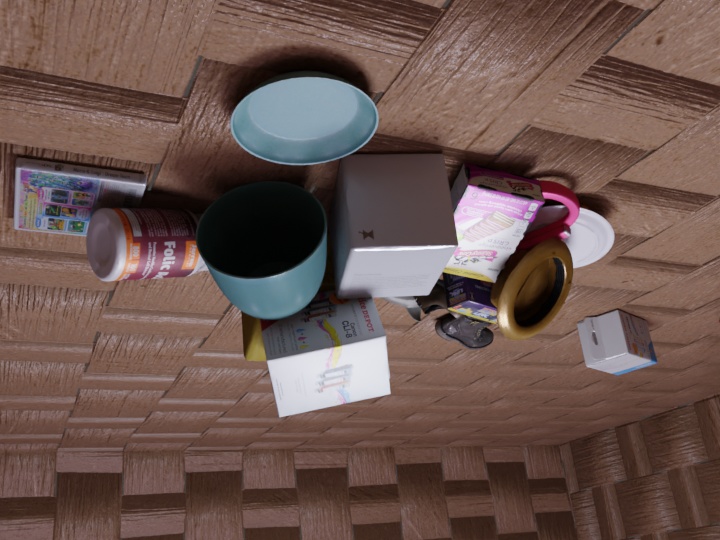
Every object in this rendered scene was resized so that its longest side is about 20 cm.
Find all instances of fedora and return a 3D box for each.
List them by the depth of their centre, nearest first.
[{"bbox_3d":[0.299,0.026,1.324,0.201,0.201,0.082,17,-172,-42],"label":"fedora"}]

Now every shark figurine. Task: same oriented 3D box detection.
[{"bbox_3d":[0.144,0.065,1.610,0.214,0.090,0.128,-8,158,9],"label":"shark figurine"}]

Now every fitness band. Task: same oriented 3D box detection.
[{"bbox_3d":[0.291,-0.091,1.302,0.200,0.037,0.144,-25,134,39],"label":"fitness band"}]

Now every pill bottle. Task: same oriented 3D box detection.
[{"bbox_3d":[-0.324,-0.043,1.179,0.200,0.114,0.114,-4,161,-44],"label":"pill bottle"}]

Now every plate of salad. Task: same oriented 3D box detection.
[{"bbox_3d":[0.378,-0.067,1.392,0.200,0.048,0.200,7,147,4],"label":"plate of salad"}]

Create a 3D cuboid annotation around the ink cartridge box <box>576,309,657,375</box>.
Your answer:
[{"bbox_3d":[0.690,0.195,1.980,0.125,0.129,0.200,-27,150,38],"label":"ink cartridge box"}]

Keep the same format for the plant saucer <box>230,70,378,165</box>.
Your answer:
[{"bbox_3d":[-0.076,-0.211,0.991,0.200,0.036,0.200,-5,157,-2],"label":"plant saucer"}]

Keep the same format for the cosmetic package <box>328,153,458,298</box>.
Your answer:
[{"bbox_3d":[0.044,-0.067,1.183,0.166,0.168,0.200,-2,157,-10],"label":"cosmetic package"}]

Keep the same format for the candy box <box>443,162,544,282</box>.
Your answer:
[{"bbox_3d":[0.204,-0.076,1.237,0.136,0.061,0.200,11,135,-11],"label":"candy box"}]

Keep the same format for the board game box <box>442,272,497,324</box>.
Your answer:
[{"bbox_3d":[0.238,0.009,1.405,0.200,0.165,0.057,17,148,-43],"label":"board game box"}]

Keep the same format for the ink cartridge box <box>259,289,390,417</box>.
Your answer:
[{"bbox_3d":[-0.060,0.134,1.249,0.200,0.145,0.145,-11,129,-7],"label":"ink cartridge box"}]

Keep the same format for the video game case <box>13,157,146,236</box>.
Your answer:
[{"bbox_3d":[-0.447,-0.107,1.155,0.182,0.024,0.200,6,155,-24],"label":"video game case"}]

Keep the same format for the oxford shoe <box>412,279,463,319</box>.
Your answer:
[{"bbox_3d":[0.125,0.039,1.463,0.200,0.084,0.073,25,-179,29],"label":"oxford shoe"}]

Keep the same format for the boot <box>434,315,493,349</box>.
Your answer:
[{"bbox_3d":[0.303,0.135,1.824,0.200,0.069,0.174,12,151,-32],"label":"boot"}]

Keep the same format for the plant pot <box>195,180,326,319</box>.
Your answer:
[{"bbox_3d":[-0.145,-0.016,1.168,0.200,0.201,0.161,-6,141,1],"label":"plant pot"}]

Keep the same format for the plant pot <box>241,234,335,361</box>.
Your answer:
[{"bbox_3d":[-0.115,0.036,1.365,0.194,0.196,0.200,1,144,-16],"label":"plant pot"}]
